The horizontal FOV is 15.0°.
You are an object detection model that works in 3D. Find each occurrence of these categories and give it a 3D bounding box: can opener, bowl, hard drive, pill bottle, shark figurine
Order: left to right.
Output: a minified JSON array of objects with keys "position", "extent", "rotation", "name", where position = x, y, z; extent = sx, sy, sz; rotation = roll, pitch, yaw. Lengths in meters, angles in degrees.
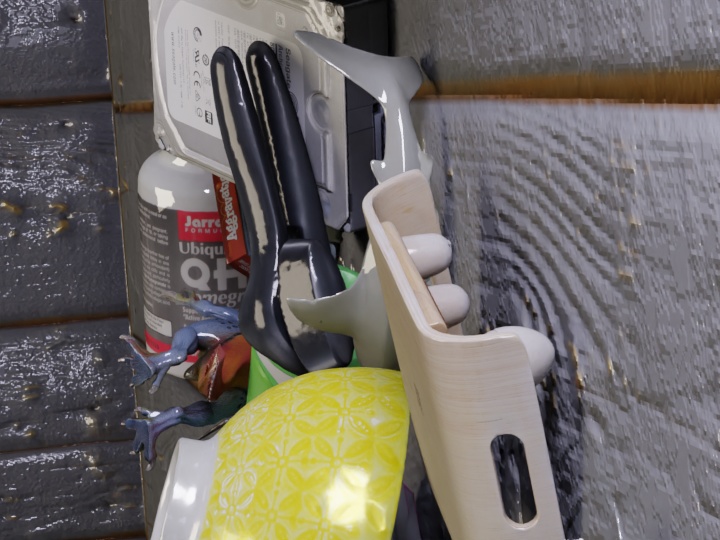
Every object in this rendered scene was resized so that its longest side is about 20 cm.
[{"position":[-0.105,-0.030,1.981],"extent":[0.111,0.110,0.200],"rotation":[-117,24,-66],"name":"pill bottle"},{"position":[-0.051,0.138,1.412],"extent":[0.200,0.107,0.200],"rotation":[-166,90,-83],"name":"bowl"},{"position":[-0.057,-0.115,1.622],"extent":[0.200,0.038,0.140],"rotation":[25,124,46],"name":"hard drive"},{"position":[-0.042,-0.034,1.558],"extent":[0.079,0.063,0.200],"rotation":[-20,79,39],"name":"can opener"},{"position":[0.002,-0.010,1.441],"extent":[0.128,0.089,0.215],"rotation":[-116,21,-61],"name":"shark figurine"}]

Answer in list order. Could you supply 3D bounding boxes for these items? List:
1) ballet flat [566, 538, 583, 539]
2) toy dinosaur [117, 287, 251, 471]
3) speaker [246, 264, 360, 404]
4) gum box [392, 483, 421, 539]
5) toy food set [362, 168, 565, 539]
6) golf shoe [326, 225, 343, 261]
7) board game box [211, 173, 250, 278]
[{"position":[0.082,0.172,1.127],"extent":[0.072,0.072,0.200],"rotation":[-107,15,-50],"name":"ballet flat"},{"position":[-0.069,0.070,1.765],"extent":[0.200,0.181,0.105],"rotation":[5,107,53],"name":"toy dinosaur"},{"position":[-0.030,0.081,1.678],"extent":[0.200,0.088,0.089],"rotation":[99,163,-55],"name":"speaker"},{"position":[-0.016,0.220,1.531],"extent":[0.066,0.113,0.200],"rotation":[48,-152,-60],"name":"gum box"},{"position":[0.055,0.053,1.277],"extent":[0.200,0.060,0.144],"rotation":[-113,8,-65],"name":"toy food set"},{"position":[-0.054,-0.085,1.730],"extent":[0.077,0.088,0.200],"rotation":[100,161,-51],"name":"golf shoe"},{"position":[-0.068,-0.073,1.847],"extent":[0.103,0.019,0.200],"rotation":[33,-141,-49],"name":"board game box"}]
